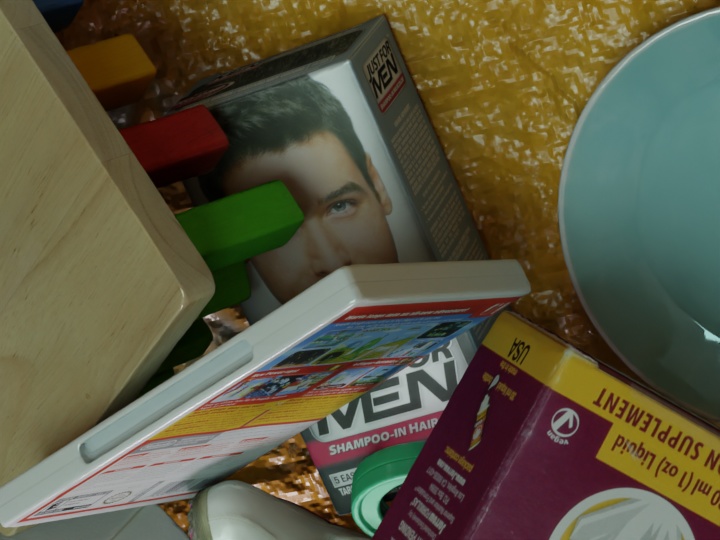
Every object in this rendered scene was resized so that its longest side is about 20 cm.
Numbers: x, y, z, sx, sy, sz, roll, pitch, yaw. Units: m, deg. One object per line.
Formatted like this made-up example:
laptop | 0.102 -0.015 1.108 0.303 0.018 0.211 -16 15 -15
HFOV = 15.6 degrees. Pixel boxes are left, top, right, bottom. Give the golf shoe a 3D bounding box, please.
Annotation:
golf shoe | 0.002 0.145 1.208 0.092 0.073 0.200 -31 130 23

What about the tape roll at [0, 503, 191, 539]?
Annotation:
tape roll | -0.163 0.194 1.227 0.202 0.139 0.204 27 140 25

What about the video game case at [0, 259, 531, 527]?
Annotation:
video game case | -0.040 0.051 1.093 0.199 0.143 0.018 -32 75 28

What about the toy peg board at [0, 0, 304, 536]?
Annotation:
toy peg board | -0.132 -0.027 1.143 0.200 0.097 0.200 56 137 15

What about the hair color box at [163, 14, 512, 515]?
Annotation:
hair color box | 0.000 0.000 1.167 0.098 0.061 0.201 -17 108 24

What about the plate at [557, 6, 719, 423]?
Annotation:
plate | 0.183 -0.023 1.118 0.199 0.026 0.202 7 117 14

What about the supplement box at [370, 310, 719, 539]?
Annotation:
supplement box | 0.074 0.137 1.080 0.130 0.103 0.201 28 91 -16

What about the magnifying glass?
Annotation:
magnifying glass | 0.093 0.109 1.169 0.198 0.023 0.080 11 146 -11
